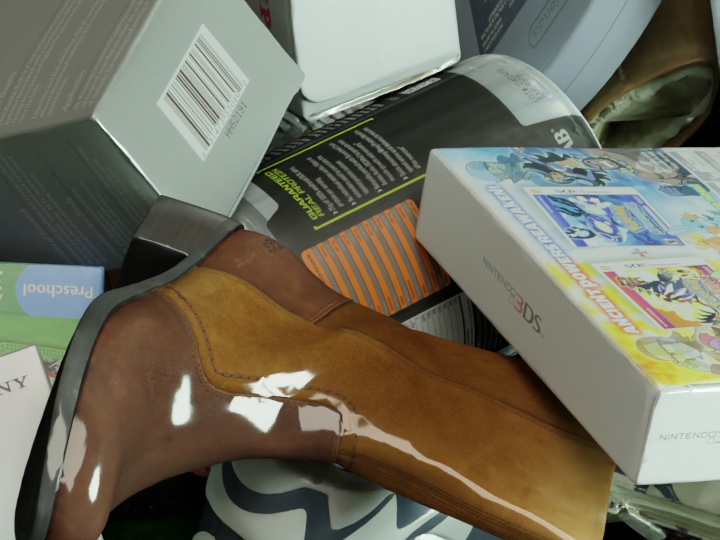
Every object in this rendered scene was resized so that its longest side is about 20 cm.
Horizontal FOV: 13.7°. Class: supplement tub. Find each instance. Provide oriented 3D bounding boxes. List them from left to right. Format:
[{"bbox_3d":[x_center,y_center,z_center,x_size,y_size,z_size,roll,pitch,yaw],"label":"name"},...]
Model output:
[{"bbox_3d":[0.000,0.000,1.241,0.199,0.123,0.123,-25,63,-25],"label":"supplement tub"}]

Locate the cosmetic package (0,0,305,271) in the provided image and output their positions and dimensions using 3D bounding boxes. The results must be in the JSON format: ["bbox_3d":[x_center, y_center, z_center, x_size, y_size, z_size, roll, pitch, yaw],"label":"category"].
[{"bbox_3d":[-0.136,-0.057,1.219,0.199,0.090,0.107,-9,42,41],"label":"cosmetic package"}]

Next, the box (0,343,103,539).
[{"bbox_3d":[-0.156,0.143,1.109,0.144,0.036,0.201,-19,84,-10],"label":"box"}]

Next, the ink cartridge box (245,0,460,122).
[{"bbox_3d":[-0.046,-0.167,1.286,0.083,0.146,0.200,-21,29,-24],"label":"ink cartridge box"}]

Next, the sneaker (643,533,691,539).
[{"bbox_3d":[0.162,0.082,1.245,0.080,0.075,0.201,-12,66,21],"label":"sneaker"}]

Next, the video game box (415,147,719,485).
[{"bbox_3d":[0.141,0.011,1.133,0.181,0.047,0.200,1,26,-25],"label":"video game box"}]

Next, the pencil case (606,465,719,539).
[{"bbox_3d":[0.177,0.086,1.150,0.199,0.078,0.090,16,60,22],"label":"pencil case"}]

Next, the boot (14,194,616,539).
[{"bbox_3d":[-0.011,0.069,1.068,0.199,0.069,0.188,24,30,1],"label":"boot"}]

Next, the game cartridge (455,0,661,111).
[{"bbox_3d":[0.091,-0.147,1.314,0.041,0.200,0.134,3,55,-25],"label":"game cartridge"}]

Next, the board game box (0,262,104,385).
[{"bbox_3d":[-0.177,0.096,1.149,0.150,0.037,0.201,2,83,-8],"label":"board game box"}]

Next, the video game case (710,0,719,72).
[{"bbox_3d":[0.187,-0.140,1.325,0.023,0.200,0.183,5,52,18],"label":"video game case"}]

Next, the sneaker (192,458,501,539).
[{"bbox_3d":[-0.003,0.126,1.188,0.079,0.130,0.199,42,20,29],"label":"sneaker"}]

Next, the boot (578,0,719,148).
[{"bbox_3d":[0.146,-0.161,1.359,0.066,0.175,0.201,19,48,-23],"label":"boot"}]
